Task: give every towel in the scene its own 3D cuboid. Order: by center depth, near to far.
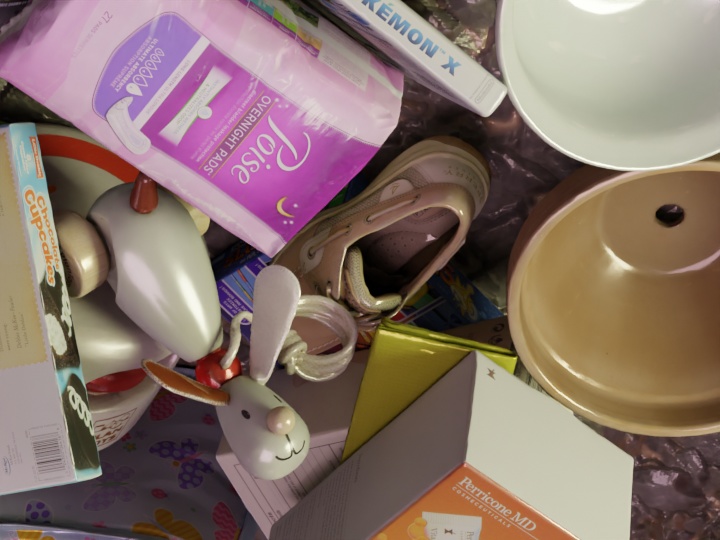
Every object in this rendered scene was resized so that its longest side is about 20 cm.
[{"bbox_3d":[0.032,0.112,1.525,0.086,0.018,0.200,12,130,-3],"label":"towel"}]

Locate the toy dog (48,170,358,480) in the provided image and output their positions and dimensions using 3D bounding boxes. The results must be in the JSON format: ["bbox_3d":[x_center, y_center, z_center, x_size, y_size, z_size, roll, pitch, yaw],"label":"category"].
[{"bbox_3d":[-0.090,0.015,1.422,0.200,0.132,0.096,35,152,-1],"label":"toy dog"}]

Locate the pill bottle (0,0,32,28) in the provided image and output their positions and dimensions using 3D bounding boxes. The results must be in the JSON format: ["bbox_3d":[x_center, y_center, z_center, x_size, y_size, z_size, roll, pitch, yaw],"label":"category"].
[{"bbox_3d":[-0.188,-0.234,1.366,0.106,0.106,0.200,23,132,-6],"label":"pill bottle"}]

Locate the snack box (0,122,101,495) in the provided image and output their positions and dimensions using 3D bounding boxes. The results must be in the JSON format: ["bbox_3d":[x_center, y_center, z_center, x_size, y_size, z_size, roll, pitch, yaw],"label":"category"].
[{"bbox_3d":[-0.220,0.027,1.415,0.116,0.037,0.201,-11,90,19],"label":"snack box"}]

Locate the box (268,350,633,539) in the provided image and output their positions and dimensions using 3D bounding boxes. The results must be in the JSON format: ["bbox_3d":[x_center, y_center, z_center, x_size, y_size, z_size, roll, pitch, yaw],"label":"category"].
[{"bbox_3d":[0.048,0.162,1.488,0.124,0.098,0.200,34,125,-19],"label":"box"}]

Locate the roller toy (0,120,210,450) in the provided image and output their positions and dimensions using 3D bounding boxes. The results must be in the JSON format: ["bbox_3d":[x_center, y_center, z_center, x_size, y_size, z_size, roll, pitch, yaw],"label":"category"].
[{"bbox_3d":[-0.194,0.019,1.536,0.182,0.200,0.140,22,133,-14],"label":"roller toy"}]

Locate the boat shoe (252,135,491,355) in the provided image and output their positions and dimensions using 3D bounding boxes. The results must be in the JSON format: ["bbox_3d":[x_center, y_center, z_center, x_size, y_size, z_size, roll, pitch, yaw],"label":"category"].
[{"bbox_3d":[0.000,0.000,1.507,0.072,0.065,0.200,37,127,-18],"label":"boat shoe"}]

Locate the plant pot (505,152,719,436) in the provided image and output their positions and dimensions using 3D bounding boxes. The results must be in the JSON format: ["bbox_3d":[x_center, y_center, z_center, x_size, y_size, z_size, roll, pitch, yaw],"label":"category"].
[{"bbox_3d":[0.183,-0.007,1.470,0.200,0.093,0.201,0,127,0],"label":"plant pot"}]

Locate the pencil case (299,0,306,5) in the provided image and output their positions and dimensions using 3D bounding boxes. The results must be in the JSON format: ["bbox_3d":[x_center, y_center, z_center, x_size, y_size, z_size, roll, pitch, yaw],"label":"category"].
[{"bbox_3d":[-0.075,-0.131,1.439,0.200,0.090,0.078,38,142,-19],"label":"pencil case"}]

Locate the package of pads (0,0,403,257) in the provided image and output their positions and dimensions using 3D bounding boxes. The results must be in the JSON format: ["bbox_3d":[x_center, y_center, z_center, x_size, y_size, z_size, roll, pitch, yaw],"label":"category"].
[{"bbox_3d":[-0.088,-0.107,1.367,0.200,0.076,0.121,35,118,-17],"label":"package of pads"}]

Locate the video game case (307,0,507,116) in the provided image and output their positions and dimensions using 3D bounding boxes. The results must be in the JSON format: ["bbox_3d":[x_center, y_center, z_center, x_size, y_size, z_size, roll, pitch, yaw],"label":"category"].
[{"bbox_3d":[-0.021,-0.156,1.351,0.182,0.200,0.022,37,92,-18],"label":"video game case"}]

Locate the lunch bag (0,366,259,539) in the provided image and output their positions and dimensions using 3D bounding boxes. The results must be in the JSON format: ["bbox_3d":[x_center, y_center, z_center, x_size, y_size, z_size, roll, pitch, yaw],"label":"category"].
[{"bbox_3d":[-0.159,0.155,1.661,0.199,0.170,0.127,1,130,13],"label":"lunch bag"}]

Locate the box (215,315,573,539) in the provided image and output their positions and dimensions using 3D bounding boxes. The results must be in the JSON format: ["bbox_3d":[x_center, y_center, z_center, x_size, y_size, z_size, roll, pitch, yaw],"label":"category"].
[{"bbox_3d":[0.021,0.103,1.581,0.200,0.078,0.095,-13,126,24],"label":"box"}]

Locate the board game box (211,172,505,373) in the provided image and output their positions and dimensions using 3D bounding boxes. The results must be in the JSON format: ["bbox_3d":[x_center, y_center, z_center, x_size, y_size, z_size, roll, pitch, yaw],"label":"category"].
[{"bbox_3d":[0.013,0.040,1.605,0.135,0.034,0.200,-30,118,33],"label":"board game box"}]

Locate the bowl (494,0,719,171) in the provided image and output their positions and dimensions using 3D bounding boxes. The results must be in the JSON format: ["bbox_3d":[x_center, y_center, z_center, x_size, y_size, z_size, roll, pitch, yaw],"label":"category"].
[{"bbox_3d":[0.150,-0.159,1.333,0.201,0.090,0.201,-10,125,-15],"label":"bowl"}]
